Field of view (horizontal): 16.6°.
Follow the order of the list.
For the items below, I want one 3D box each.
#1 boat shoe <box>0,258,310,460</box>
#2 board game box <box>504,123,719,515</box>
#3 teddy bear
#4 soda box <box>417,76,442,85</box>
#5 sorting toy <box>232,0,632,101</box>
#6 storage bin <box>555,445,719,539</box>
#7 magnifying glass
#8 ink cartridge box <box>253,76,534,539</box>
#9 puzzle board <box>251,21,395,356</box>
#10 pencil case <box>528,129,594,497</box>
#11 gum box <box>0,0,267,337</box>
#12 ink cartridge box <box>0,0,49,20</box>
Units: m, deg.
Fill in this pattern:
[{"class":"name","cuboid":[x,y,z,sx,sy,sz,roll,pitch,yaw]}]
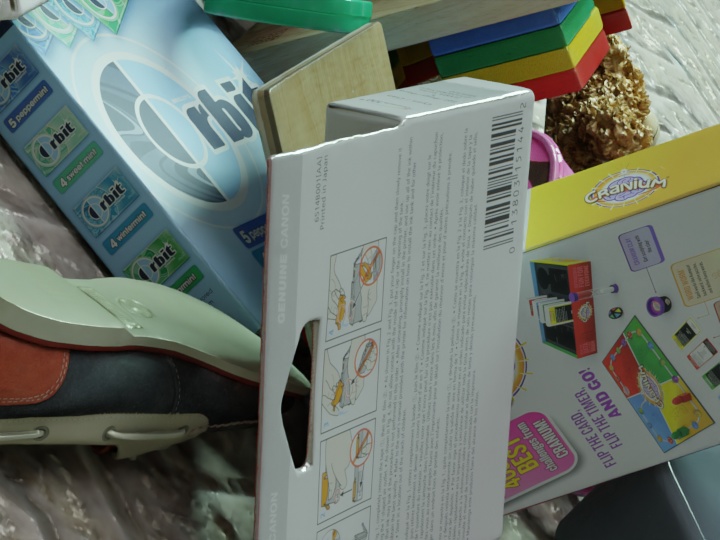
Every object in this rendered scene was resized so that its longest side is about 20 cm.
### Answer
[{"class":"boat shoe","cuboid":[-0.095,0.042,0.956,0.071,0.063,0.200,34,12,33]},{"class":"board game box","cuboid":[0.121,0.022,1.115,0.040,0.199,0.153,-98,167,-51]},{"class":"teddy bear","cuboid":[0.130,-0.040,1.356,0.066,0.146,0.200,6,30,4]},{"class":"soda box","cuboid":[0.068,-0.166,1.513,0.064,0.068,0.200,45,25,-7]},{"class":"sorting toy","cuboid":[0.053,-0.133,1.311,0.070,0.199,0.199,70,23,-16]},{"class":"storage bin","cuboid":[0.192,0.165,1.175,0.134,0.146,0.200,11,43,-38]},{"class":"magnifying glass","cuboid":[-0.045,-0.132,1.226,0.079,0.022,0.200,6,8,-12]},{"class":"ink cartridge box","cuboid":[0.000,0.033,0.989,0.045,0.201,0.176,14,19,35]},{"class":"puzzle board","cuboid":[0.000,0.000,1.114,0.151,0.017,0.201,-41,122,-65]},{"class":"pencil case","cuboid":[0.095,0.023,1.203,0.091,0.094,0.200,18,-26,43]},{"class":"gum box","cuboid":[-0.085,-0.056,1.130,0.200,0.045,0.170,50,25,6]},{"class":"ink cartridge box","cuboid":[-0.170,-0.155,0.995,0.200,0.144,0.085,-48,131,-65]}]
